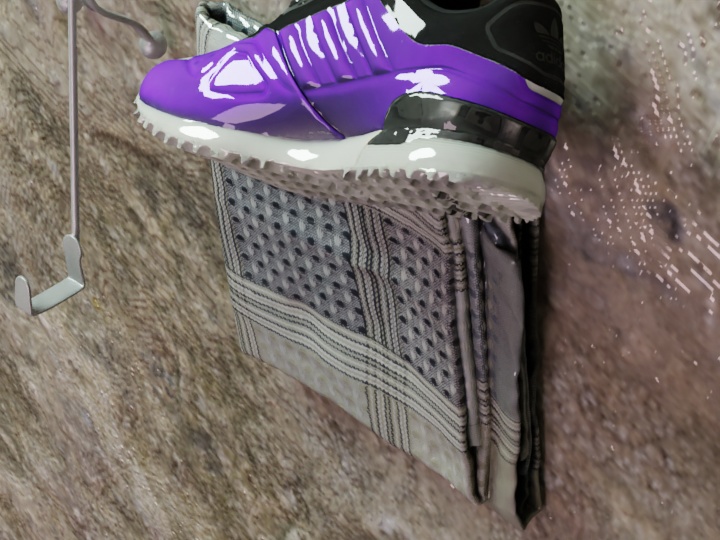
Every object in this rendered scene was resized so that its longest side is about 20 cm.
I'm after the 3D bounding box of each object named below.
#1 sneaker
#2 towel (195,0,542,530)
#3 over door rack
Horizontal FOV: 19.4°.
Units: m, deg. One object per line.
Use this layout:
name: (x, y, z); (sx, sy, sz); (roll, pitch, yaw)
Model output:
sneaker: (0.001, -0.079, 0.793); (0.199, 0.069, 0.100); (11, 84, 41)
towel: (0.000, 0.000, 0.906); (0.200, 0.034, 0.193); (30, 137, 38)
over door rack: (-0.164, -0.102, 1.007); (0.147, 0.066, 0.201); (30, 117, 39)
